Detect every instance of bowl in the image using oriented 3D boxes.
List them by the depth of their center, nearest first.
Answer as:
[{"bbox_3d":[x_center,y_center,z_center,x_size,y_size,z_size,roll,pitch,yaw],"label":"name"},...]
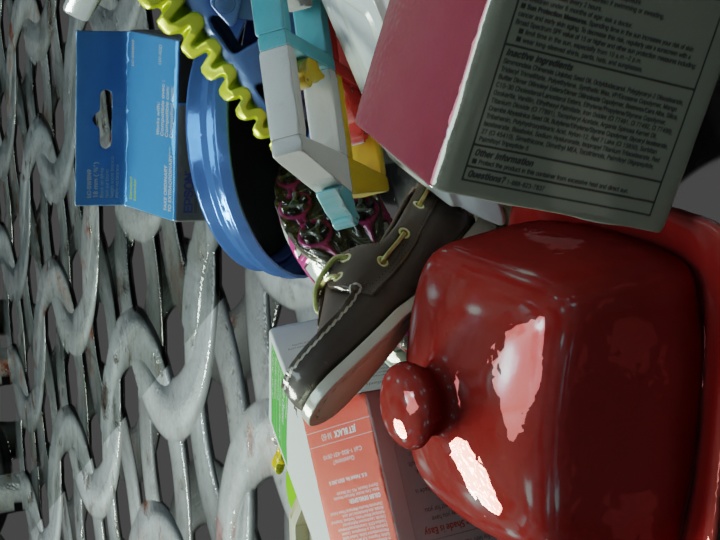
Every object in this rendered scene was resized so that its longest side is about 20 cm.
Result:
[{"bbox_3d":[-0.064,-0.094,1.043,0.039,0.200,0.202,-3,90,24],"label":"bowl"}]

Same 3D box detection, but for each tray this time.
[{"bbox_3d":[0.019,-0.109,0.792,0.107,0.022,0.200,41,164,42],"label":"tray"}]

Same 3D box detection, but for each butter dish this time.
[{"bbox_3d":[0.080,0.061,0.732,0.199,0.147,0.201,-154,63,-61],"label":"butter dish"}]

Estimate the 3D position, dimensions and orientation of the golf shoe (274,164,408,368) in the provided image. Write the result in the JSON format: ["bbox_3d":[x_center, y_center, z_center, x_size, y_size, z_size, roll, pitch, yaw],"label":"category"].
[{"bbox_3d":[0.000,0.000,0.962,0.200,0.072,0.092,58,170,36],"label":"golf shoe"}]

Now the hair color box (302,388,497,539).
[{"bbox_3d":[0.044,0.169,0.851,0.064,0.111,0.201,-23,76,44],"label":"hair color box"}]

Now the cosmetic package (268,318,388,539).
[{"bbox_3d":[0.000,0.137,1.014,0.200,0.084,0.108,-114,20,-44],"label":"cosmetic package"}]

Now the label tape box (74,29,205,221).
[{"bbox_3d":[-0.121,-0.114,1.138,0.063,0.199,0.145,-143,53,-62],"label":"label tape box"}]

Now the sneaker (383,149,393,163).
[{"bbox_3d":[0.031,-0.142,0.931,0.200,0.070,0.100,144,115,-69],"label":"sneaker"}]

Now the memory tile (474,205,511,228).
[{"bbox_3d":[0.077,0.038,0.917,0.153,0.017,0.201,-121,35,-49],"label":"memory tile"}]

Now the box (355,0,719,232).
[{"bbox_3d":[0.095,-0.135,0.662,0.109,0.127,0.201,47,124,60],"label":"box"}]

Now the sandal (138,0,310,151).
[{"bbox_3d":[-0.058,-0.144,0.909,0.200,0.087,0.080,48,-170,-17],"label":"sandal"}]

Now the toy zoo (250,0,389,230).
[{"bbox_3d":[-0.024,-0.122,0.850,0.131,0.020,0.201,16,-116,-67],"label":"toy zoo"}]

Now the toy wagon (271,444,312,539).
[{"bbox_3d":[-0.028,0.225,1.167,0.156,0.039,0.201,111,148,-45],"label":"toy wagon"}]

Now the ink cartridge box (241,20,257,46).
[{"bbox_3d":[-0.025,-0.239,0.981,0.039,0.099,0.201,6,89,39],"label":"ink cartridge box"}]

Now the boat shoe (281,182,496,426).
[{"bbox_3d":[0.008,0.013,0.816,0.059,0.200,0.072,39,135,6],"label":"boat shoe"}]

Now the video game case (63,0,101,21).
[{"bbox_3d":[-0.132,-0.285,0.929,0.200,0.023,0.183,-43,29,53],"label":"video game case"}]
